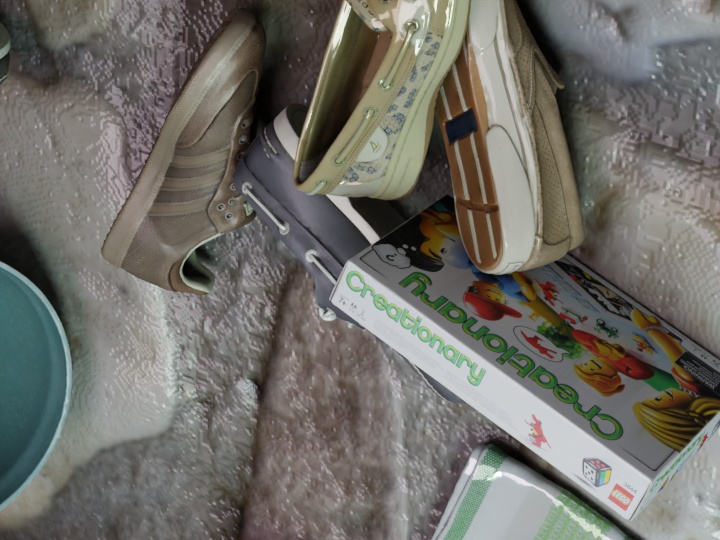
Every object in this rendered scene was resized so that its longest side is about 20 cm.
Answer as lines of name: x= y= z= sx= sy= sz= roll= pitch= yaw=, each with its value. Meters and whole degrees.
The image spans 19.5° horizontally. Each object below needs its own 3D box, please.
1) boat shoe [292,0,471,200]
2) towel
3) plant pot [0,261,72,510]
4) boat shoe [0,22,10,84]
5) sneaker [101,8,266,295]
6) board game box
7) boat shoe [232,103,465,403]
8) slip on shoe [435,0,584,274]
boat shoe: x=0.011 y=-0.122 z=1.112 sx=0.073 sy=0.062 sz=0.201 roll=-123 pitch=36 yaw=-50
towel: x=0.124 y=0.211 z=1.257 sx=0.200 sy=0.031 sz=0.150 roll=35 pitch=128 yaw=17
plant pot: x=-0.312 y=0.064 z=1.405 sx=0.134 sy=0.200 sz=0.201 roll=30 pitch=130 yaw=54
boat shoe: x=-0.298 y=-0.137 z=1.364 sx=0.201 sy=0.072 sz=0.061 roll=15 pitch=124 yaw=37
sneaker: x=-0.087 y=-0.068 z=1.262 sx=0.075 sy=0.071 sz=0.200 roll=28 pitch=128 yaw=-6
board game box: x=0.097 y=0.039 z=1.131 sx=0.200 sy=0.126 sz=0.035 roll=35 pitch=128 yaw=16
boat shoe: x=0.000 y=0.000 z=1.208 sx=0.063 sy=0.073 sz=0.200 roll=-38 pitch=85 yaw=24
slip on shoe: x=0.077 y=-0.100 z=1.128 sx=0.076 sy=0.060 sz=0.201 roll=162 pitch=97 yaw=-67
